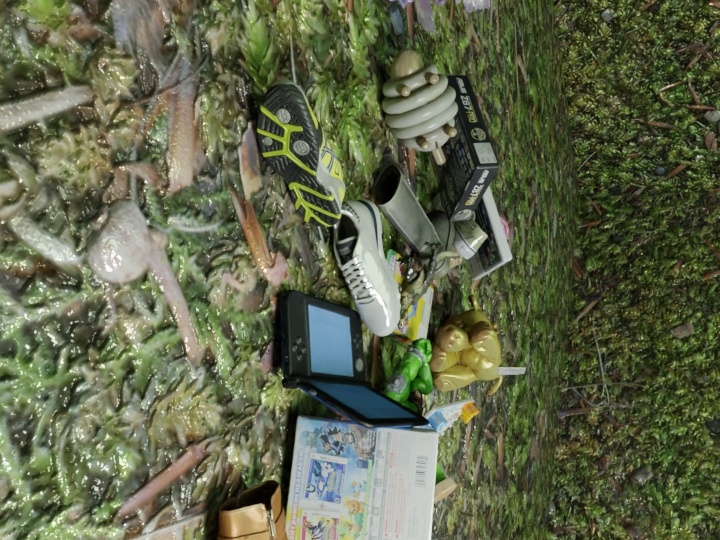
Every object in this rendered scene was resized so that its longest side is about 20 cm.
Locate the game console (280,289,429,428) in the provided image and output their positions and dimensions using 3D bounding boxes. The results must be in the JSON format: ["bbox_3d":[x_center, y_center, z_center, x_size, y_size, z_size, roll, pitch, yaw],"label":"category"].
[{"bbox_3d":[-0.002,0.117,0.730,0.199,0.116,0.174,25,57,-60],"label":"game console"}]

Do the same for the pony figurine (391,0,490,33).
[{"bbox_3d":[0.117,-0.519,0.974,0.199,0.165,0.196,-32,111,-40],"label":"pony figurine"}]

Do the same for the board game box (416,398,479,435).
[{"bbox_3d":[0.090,0.286,0.894,0.201,0.026,0.199,-49,155,14],"label":"board game box"}]

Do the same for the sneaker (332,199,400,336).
[{"bbox_3d":[0.000,0.000,0.805,0.080,0.075,0.204,-21,95,-63],"label":"sneaker"}]

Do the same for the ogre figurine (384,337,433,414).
[{"bbox_3d":[0.067,0.217,0.902,0.119,0.098,0.202,-18,140,-60],"label":"ogre figurine"}]

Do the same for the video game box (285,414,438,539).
[{"bbox_3d":[-0.001,0.293,0.699,0.047,0.178,0.204,96,0,-80],"label":"video game box"}]

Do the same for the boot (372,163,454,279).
[{"bbox_3d":[0.092,-0.104,0.988,0.200,0.072,0.184,46,28,-30],"label":"boot"}]

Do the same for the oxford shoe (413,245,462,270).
[{"bbox_3d":[0.158,-0.030,1.104,0.200,0.073,0.072,-46,129,-53],"label":"oxford shoe"}]

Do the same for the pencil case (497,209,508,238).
[{"bbox_3d":[0.287,-0.098,1.283,0.200,0.085,0.085,-56,145,-73],"label":"pencil case"}]

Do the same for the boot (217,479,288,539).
[{"bbox_3d":[-0.131,0.320,0.568,0.200,0.072,0.158,-18,107,-73],"label":"boot"}]

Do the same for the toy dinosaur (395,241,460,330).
[{"bbox_3d":[0.100,0.003,0.906,0.200,0.047,0.089,-47,140,-31],"label":"toy dinosaur"}]

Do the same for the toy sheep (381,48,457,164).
[{"bbox_3d":[0.101,-0.267,0.938,0.138,0.136,0.203,-53,130,-48],"label":"toy sheep"}]

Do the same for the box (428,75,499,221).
[{"bbox_3d":[0.174,-0.216,1.011,0.162,0.048,0.203,111,-30,-59],"label":"box"}]

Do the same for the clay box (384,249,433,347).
[{"bbox_3d":[0.064,0.052,0.955,0.200,0.047,0.117,39,57,-54],"label":"clay box"}]

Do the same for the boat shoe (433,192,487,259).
[{"bbox_3d":[0.197,-0.098,1.105,0.072,0.062,0.202,40,21,-34],"label":"boat shoe"}]

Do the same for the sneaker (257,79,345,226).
[{"bbox_3d":[-0.069,-0.147,0.692,0.202,0.074,0.077,73,24,-48],"label":"sneaker"}]

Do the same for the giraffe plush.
[{"bbox_3d":[0.229,0.142,1.173,0.163,0.196,0.175,-91,-164,-54],"label":"giraffe plush"}]

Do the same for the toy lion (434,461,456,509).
[{"bbox_3d":[0.035,0.347,0.820,0.189,0.069,0.202,-22,149,-23],"label":"toy lion"}]

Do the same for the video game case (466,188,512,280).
[{"bbox_3d":[0.234,-0.096,1.136,0.182,0.023,0.204,121,-45,-76],"label":"video game case"}]
